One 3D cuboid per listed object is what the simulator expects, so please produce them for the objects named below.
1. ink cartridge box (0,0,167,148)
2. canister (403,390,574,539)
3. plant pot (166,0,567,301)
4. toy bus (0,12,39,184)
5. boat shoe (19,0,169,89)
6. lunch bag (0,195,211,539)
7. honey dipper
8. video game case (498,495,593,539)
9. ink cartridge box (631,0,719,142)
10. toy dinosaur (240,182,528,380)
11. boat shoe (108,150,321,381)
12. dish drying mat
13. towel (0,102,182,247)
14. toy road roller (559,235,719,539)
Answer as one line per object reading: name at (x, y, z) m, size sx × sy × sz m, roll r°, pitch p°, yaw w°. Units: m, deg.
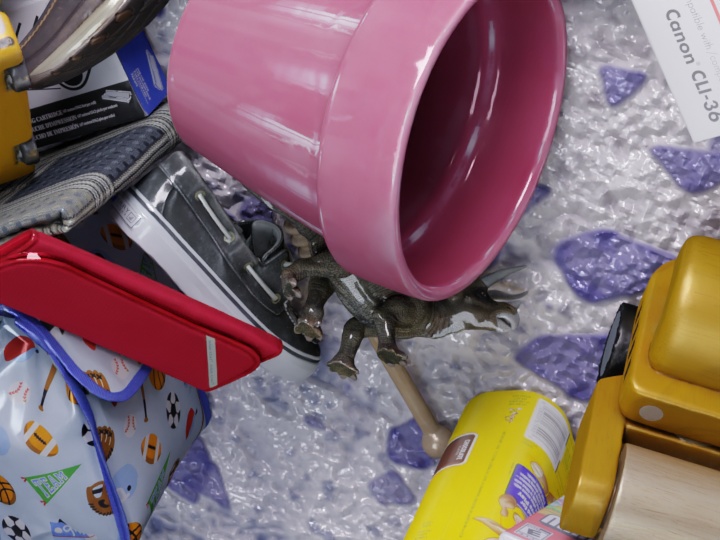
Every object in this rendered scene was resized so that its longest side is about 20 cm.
ink cartridge box at (-0.229, -0.124, 1.411) m, size 0.200 × 0.044 × 0.094 m, roll -13°, pitch 113°, yaw 27°
canister at (0.083, 0.187, 1.392) m, size 0.086 × 0.200 × 0.149 m, roll -3°, pitch 119°, yaw 21°
plant pot at (-0.004, -0.103, 1.264) m, size 0.179 × 0.200 × 0.200 m, roll 21°, pitch 126°, yaw 25°
toy bus at (-0.231, -0.104, 1.283) m, size 0.200 × 0.065 × 0.078 m, roll 104°, pitch 145°, yaw -70°
boat shoe at (-0.141, -0.193, 1.305) m, size 0.200 × 0.074 × 0.073 m, roll -45°, pitch 84°, yaw 8°
lunch bag at (-0.182, 0.065, 1.432) m, size 0.124 × 0.170 × 0.200 m, roll -2°, pitch 119°, yaw 18°
honey dipper at (0.012, 0.044, 1.432) m, size 0.038 × 0.038 × 0.200 m, roll -18°, pitch 114°, yaw 28°
video game case at (0.181, 0.173, 1.339) m, size 0.143 × 0.200 × 0.017 m, roll 22°, pitch 104°, yaw 21°
ink cartridge box at (0.192, -0.149, 1.145) m, size 0.067 × 0.200 × 0.117 m, roll -16°, pitch 113°, yaw 27°
toy dinosaur at (0.000, 0.000, 1.366) m, size 0.200 × 0.102 × 0.077 m, roll 36°, pitch 146°, yaw -12°
boat shoe at (-0.074, 0.000, 1.396) m, size 0.071 × 0.072 × 0.200 m, roll -43°, pitch 133°, yaw 2°
dish drying mat at (-0.142, 0.027, 1.322) m, size 0.077 × 0.018 × 0.200 m, roll -24°, pitch 144°, yaw 37°
towel at (-0.214, -0.037, 1.369) m, size 0.200 × 0.193 × 0.035 m, roll -18°, pitch 107°, yaw 27°
toy road roller at (0.201, 0.073, 1.280) m, size 0.123 × 0.200 × 0.146 m, roll 16°, pitch 139°, yaw 2°
